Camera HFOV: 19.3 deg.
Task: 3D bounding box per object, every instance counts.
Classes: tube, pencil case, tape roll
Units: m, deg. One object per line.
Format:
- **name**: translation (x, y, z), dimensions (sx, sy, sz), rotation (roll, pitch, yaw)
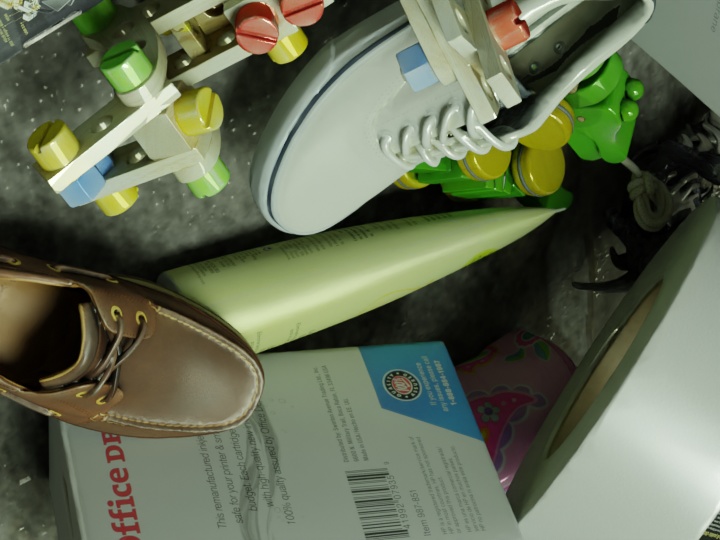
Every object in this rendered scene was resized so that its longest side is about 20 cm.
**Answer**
- **tube**: translation (0.000, 0.000, 1.034), dimensions (0.199, 0.058, 0.052), rotation (-17, 132, -23)
- **pencil case**: translation (0.034, 0.108, 1.149), dimensions (0.199, 0.087, 0.088), rotation (-30, 140, -14)
- **tape roll**: translation (0.146, 0.065, 1.028), dimensions (0.203, 0.071, 0.202), rotation (-58, 179, -2)

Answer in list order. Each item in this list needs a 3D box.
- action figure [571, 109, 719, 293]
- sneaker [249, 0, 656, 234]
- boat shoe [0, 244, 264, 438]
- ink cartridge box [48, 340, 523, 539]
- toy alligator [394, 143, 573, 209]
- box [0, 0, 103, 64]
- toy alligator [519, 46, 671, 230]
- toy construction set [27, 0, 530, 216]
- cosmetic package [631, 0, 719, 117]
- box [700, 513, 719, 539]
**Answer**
- **action figure**: translation (0.203, -0.047, 1.125), dimensions (0.200, 0.102, 0.119), rotation (-53, 151, 13)
- **sneaker**: translation (0.036, -0.078, 0.899), dimensions (0.200, 0.071, 0.073), rotation (-41, 135, 14)
- **boat shoe**: translation (-0.125, 0.034, 0.919), dimensions (0.199, 0.068, 0.072), rotation (21, 93, -30)
- **ink cartridge box**: translation (-0.041, 0.115, 1.006), dimensions (0.199, 0.145, 0.084), rotation (-3, 131, -15)
- **toy alligator**: translation (0.037, -0.069, 1.012), dimensions (0.199, 0.059, 0.055), rotation (12, 78, -45)
- **box**: translation (-0.130, -0.181, 0.776), dimensions (0.161, 0.049, 0.200), rotation (-35, 141, -9)
- **toy alligator**: translation (0.103, -0.087, 0.990), dimensions (0.200, 0.054, 0.060), rotation (40, 53, -31)
- **toy construction set**: translation (-0.035, -0.094, 0.849), dimensions (0.199, 0.131, 0.092), rotation (-13, 126, 6)
- **cosmetic package**: translation (0.204, -0.175, 0.928), dimensions (0.122, 0.200, 0.200), rotation (-15, 135, -27)
- **box**: translation (0.223, 0.091, 1.278), dimensions (0.200, 0.086, 0.164), rotation (20, 112, -47)
